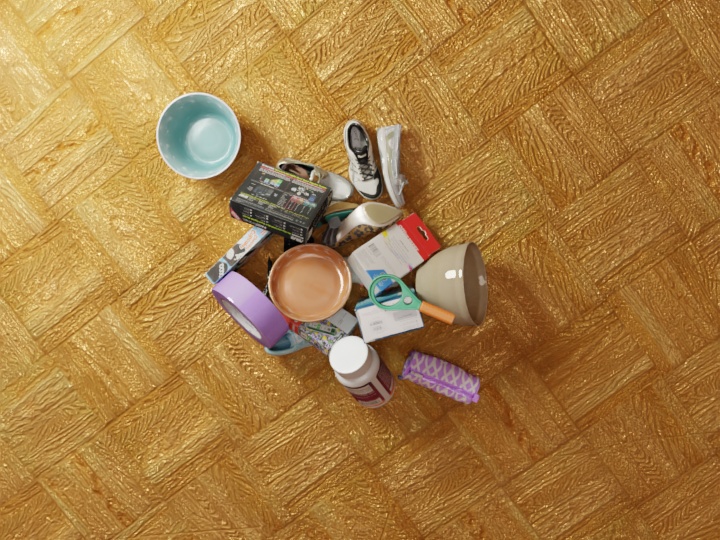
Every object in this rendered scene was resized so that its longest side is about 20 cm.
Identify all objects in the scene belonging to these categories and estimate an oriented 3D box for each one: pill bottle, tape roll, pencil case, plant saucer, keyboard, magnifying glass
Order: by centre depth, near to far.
[{"bbox_3d":[0.113,0.070,1.370,0.200,0.022,0.080,23,96,-1],"label":"magnifying glass"},{"bbox_3d":[-0.265,0.096,1.493,0.200,0.200,0.066,46,71,-3],"label":"tape roll"},{"bbox_3d":[-0.120,0.032,1.493,0.200,0.037,0.200,0,69,0],"label":"plant saucer"},{"bbox_3d":[0.004,0.245,1.496,0.114,0.200,0.114,-11,54,15],"label":"pill bottle"},{"bbox_3d":[-0.177,0.009,1.533,0.127,0.021,0.200,-1,68,0],"label":"keyboard"},{"bbox_3d":[0.200,0.268,1.558,0.200,0.086,0.084,20,96,-1],"label":"pencil case"}]

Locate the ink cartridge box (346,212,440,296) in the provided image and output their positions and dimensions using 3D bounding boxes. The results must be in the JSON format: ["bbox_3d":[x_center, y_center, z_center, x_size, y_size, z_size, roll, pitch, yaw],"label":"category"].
[{"bbox_3d":[0.082,-0.040,1.505,0.200,0.067,0.116,-34,84,-22],"label":"ink cartridge box"}]

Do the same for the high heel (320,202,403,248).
[{"bbox_3d":[0.001,-0.106,1.530,0.200,0.143,0.072,-12,72,-17],"label":"high heel"}]

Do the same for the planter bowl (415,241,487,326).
[{"bbox_3d":[0.214,0.038,1.491,0.135,0.200,0.201,-6,97,27],"label":"planter bowl"}]

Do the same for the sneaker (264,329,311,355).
[{"bbox_3d":[-0.148,0.169,1.560,0.200,0.082,0.074,-26,96,4],"label":"sneaker"}]

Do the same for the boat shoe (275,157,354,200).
[{"bbox_3d":[-0.114,-0.220,1.521,0.200,0.068,0.075,18,97,0],"label":"boat shoe"}]

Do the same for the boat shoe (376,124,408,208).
[{"bbox_3d":[0.086,-0.253,1.510,0.065,0.074,0.202,-10,89,8],"label":"boat shoe"}]

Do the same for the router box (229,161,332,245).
[{"bbox_3d":[-0.185,-0.160,1.453,0.200,0.150,0.062,21,141,7],"label":"router box"}]

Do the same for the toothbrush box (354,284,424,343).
[{"bbox_3d":[0.070,0.099,1.485,0.146,0.200,0.085,-15,95,3],"label":"toothbrush box"}]

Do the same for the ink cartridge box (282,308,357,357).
[{"bbox_3d":[-0.117,0.114,1.527,0.200,0.050,0.109,34,63,10],"label":"ink cartridge box"}]

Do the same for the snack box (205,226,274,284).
[{"bbox_3d":[-0.285,-0.050,1.523,0.200,0.116,0.037,-43,90,6],"label":"snack box"}]

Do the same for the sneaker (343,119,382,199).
[{"bbox_3d":[0.001,-0.266,1.503,0.076,0.088,0.200,-19,97,2],"label":"sneaker"}]

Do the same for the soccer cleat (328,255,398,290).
[{"bbox_3d":[0.000,0.000,1.545,0.200,0.069,0.078,11,94,4],"label":"soccer cleat"}]

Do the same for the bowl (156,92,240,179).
[{"bbox_3d":[-0.379,-0.320,1.502,0.200,0.105,0.201,0,97,1],"label":"bowl"}]

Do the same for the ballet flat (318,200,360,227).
[{"bbox_3d":[-0.095,-0.141,1.534,0.200,0.069,0.063,-20,74,2],"label":"ballet flat"}]
